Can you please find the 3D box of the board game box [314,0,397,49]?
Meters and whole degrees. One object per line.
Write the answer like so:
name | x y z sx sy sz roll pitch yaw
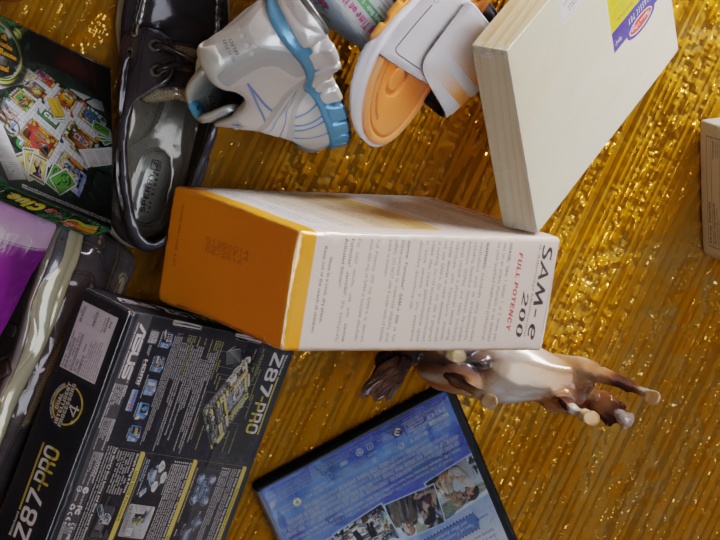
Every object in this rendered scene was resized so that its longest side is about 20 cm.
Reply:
board game box | 0.030 -0.241 1.680 0.200 0.064 0.148 -50 149 -5

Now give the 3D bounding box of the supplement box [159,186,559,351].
supplement box | 0.000 0.000 1.700 0.200 0.126 0.074 1 102 -39

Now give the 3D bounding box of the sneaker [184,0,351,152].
sneaker | -0.058 -0.108 1.666 0.087 0.200 0.075 -27 73 -3

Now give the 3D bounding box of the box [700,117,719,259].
box | 0.288 -0.040 1.788 0.078 0.200 0.095 -8 105 -19

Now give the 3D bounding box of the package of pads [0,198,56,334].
package of pads | -0.275 -0.015 1.612 0.200 0.076 0.121 28 90 -50

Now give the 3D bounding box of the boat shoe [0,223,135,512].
boat shoe | -0.185 0.067 1.702 0.073 0.074 0.200 19 95 -23

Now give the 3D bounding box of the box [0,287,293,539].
box | -0.132 0.119 1.709 0.161 0.049 0.200 14 98 -52

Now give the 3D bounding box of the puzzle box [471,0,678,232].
puzzle box | 0.131 -0.133 1.729 0.200 0.025 0.133 -50 140 -40

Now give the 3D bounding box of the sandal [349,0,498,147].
sandal | 0.070 -0.154 1.690 0.207 0.059 0.079 -54 151 3

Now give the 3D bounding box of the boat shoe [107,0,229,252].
boat shoe | -0.110 -0.107 1.698 0.072 0.065 0.200 9 98 -22

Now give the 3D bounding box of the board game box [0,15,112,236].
board game box | -0.210 -0.095 1.614 0.200 0.023 0.105 25 60 -50

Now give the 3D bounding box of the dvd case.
dvd case | 0.032 0.188 1.839 0.143 0.018 0.200 -28 109 -14

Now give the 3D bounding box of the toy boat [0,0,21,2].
toy boat | -0.187 -0.209 1.633 0.200 0.131 0.131 4 130 -21

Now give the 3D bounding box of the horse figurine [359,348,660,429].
horse figurine | 0.092 0.066 1.784 0.200 0.133 0.050 10 94 -15
